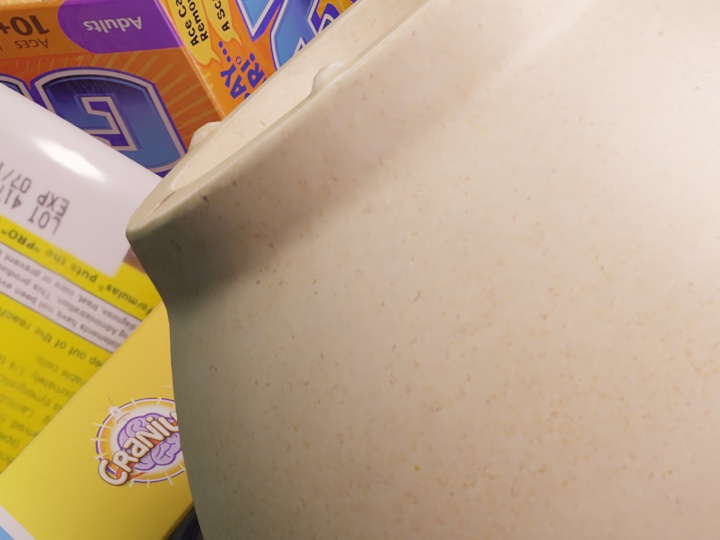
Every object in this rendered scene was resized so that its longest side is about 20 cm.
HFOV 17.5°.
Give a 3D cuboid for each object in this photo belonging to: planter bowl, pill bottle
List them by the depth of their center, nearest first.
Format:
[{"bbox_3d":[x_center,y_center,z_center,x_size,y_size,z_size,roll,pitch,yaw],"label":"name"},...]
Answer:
[{"bbox_3d":[0.043,0.002,0.432,0.200,0.135,0.200,-39,8,7],"label":"planter bowl"},{"bbox_3d":[-0.125,0.049,0.655,0.200,0.109,0.109,-60,10,-2],"label":"pill bottle"}]

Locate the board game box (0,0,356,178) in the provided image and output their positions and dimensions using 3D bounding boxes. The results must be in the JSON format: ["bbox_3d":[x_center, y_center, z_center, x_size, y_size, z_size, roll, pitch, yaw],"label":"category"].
[{"bbox_3d":[-0.100,-0.108,0.968,0.199,0.200,0.200,-2,50,25],"label":"board game box"}]

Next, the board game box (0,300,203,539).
[{"bbox_3d":[-0.080,0.101,0.578,0.200,0.040,0.153,-51,-13,-50],"label":"board game box"}]
